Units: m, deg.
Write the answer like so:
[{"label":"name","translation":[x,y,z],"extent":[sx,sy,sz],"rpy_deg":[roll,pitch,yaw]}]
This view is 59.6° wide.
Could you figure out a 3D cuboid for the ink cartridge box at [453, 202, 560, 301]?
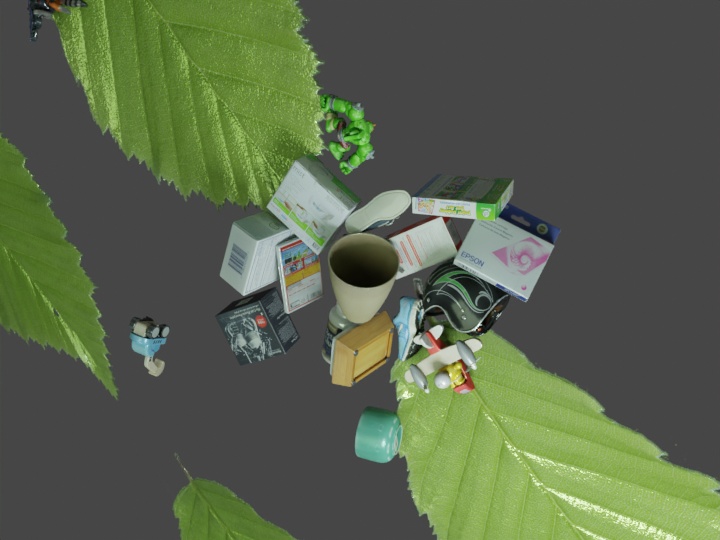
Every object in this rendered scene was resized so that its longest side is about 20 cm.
[{"label":"ink cartridge box","translation":[0.349,-0.061,1.487],"extent":[0.194,0.043,0.203],"rpy_deg":[27,81,12]}]

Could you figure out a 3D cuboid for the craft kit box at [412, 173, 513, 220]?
[{"label":"craft kit box","translation":[0.242,-0.175,1.469],"extent":[0.194,0.200,0.050],"rpy_deg":[5,115,25]}]

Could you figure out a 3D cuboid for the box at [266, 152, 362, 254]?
[{"label":"box","translation":[-0.127,-0.181,1.709],"extent":[0.199,0.097,0.177],"rpy_deg":[42,123,4]}]

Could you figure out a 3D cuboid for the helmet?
[{"label":"helmet","translation":[0.255,0.061,1.575],"extent":[0.190,0.198,0.202],"rpy_deg":[42,125,23]}]

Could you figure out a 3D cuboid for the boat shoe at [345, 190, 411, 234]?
[{"label":"boat shoe","translation":[0.053,-0.151,1.653],"extent":[0.198,0.062,0.076],"rpy_deg":[-32,81,25]}]

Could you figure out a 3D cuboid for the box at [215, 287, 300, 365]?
[{"label":"box","translation":[-0.319,0.176,1.960],"extent":[0.197,0.104,0.185],"rpy_deg":[-18,105,32]}]

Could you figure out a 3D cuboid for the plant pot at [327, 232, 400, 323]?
[{"label":"plant pot","translation":[0.000,0.040,1.653],"extent":[0.184,0.188,0.202],"rpy_deg":[24,139,14]}]

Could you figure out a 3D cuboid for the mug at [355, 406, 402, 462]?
[{"label":"mug","translation":[0.066,0.495,1.899],"extent":[0.112,0.185,0.156],"rpy_deg":[8,92,19]}]

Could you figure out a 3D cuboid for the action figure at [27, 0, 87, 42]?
[{"label":"action figure","translation":[-0.900,-0.759,1.833],"extent":[0.190,0.104,0.205],"rpy_deg":[3,89,30]}]

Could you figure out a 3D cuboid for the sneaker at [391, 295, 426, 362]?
[{"label":"sneaker","translation":[0.132,0.159,1.762],"extent":[0.089,0.078,0.204],"rpy_deg":[26,120,35]}]

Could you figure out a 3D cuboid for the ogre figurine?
[{"label":"ogre figurine","translation":[-0.028,-0.345,1.589],"extent":[0.118,0.097,0.205],"rpy_deg":[4,103,37]}]

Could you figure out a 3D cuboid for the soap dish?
[{"label":"soap dish","translation":[0.008,0.219,1.749],"extent":[0.081,0.198,0.160],"rpy_deg":[32,132,33]}]

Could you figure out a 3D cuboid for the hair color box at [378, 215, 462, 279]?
[{"label":"hair color box","translation":[0.158,-0.066,1.640],"extent":[0.197,0.064,0.113],"rpy_deg":[-21,102,31]}]

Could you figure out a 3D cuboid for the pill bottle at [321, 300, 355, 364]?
[{"label":"pill bottle","translation":[-0.044,0.168,1.816],"extent":[0.109,0.111,0.204],"rpy_deg":[21,120,16]}]

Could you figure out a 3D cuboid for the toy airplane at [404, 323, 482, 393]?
[{"label":"toy airplane","translation":[0.220,0.247,1.679],"extent":[0.195,0.142,0.203],"rpy_deg":[11,128,9]}]

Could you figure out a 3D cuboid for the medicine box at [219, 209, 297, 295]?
[{"label":"medicine box","translation":[-0.277,-0.058,1.769],"extent":[0.102,0.199,0.185],"rpy_deg":[34,123,20]}]

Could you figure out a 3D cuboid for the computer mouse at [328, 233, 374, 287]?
[{"label":"computer mouse","translation":[0.000,0.000,1.759],"extent":[0.199,0.044,0.110],"rpy_deg":[41,122,5]}]

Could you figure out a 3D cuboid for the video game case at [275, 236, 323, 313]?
[{"label":"video game case","translation":[-0.170,0.004,1.789],"extent":[0.017,0.142,0.204],"rpy_deg":[17,121,42]}]

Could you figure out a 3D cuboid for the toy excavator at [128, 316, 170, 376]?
[{"label":"toy excavator","translation":[-0.741,0.273,2.205],"extent":[0.098,0.194,0.204],"rpy_deg":[19,91,17]}]
